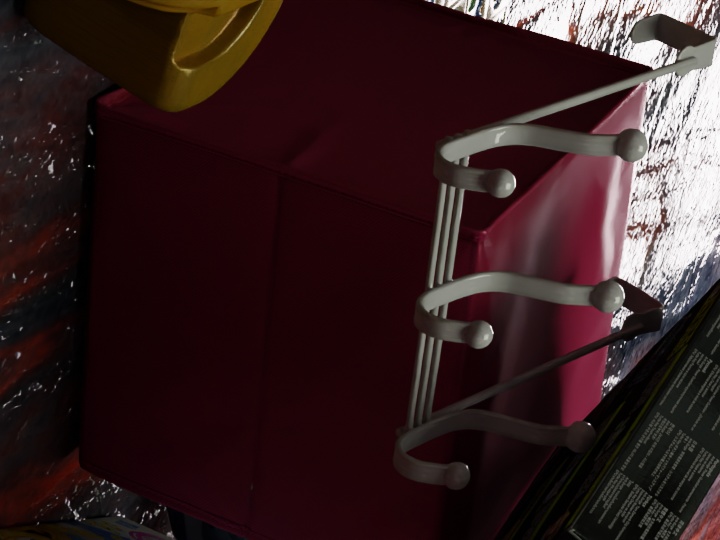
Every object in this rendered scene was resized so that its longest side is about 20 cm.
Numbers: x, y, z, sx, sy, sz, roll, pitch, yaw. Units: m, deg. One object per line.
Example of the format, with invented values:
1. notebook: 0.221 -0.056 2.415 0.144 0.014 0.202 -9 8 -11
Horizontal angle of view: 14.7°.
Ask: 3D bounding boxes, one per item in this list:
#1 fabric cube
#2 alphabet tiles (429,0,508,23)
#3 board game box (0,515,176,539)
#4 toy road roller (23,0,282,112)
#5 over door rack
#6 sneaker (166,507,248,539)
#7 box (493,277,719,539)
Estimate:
1. fabric cube: 0.000 0.000 1.305 0.196 0.200 0.199 -42 144 -50
2. alphabet tiles: 0.037 -0.102 1.578 0.200 0.006 0.166 -43 148 -51
3. board game box: -0.078 0.176 1.271 0.196 0.200 0.056 6 104 -70
4. toy road roller: -0.057 -0.154 1.133 0.200 0.123 0.146 -29 148 -54
5. over door rack: 0.092 -0.008 1.155 0.200 0.067 0.148 -32 137 -50
6. sneaker: -0.035 0.169 1.401 0.070 0.200 0.082 -26 175 -15
7. box: 0.104 0.101 1.202 0.200 0.048 0.193 -51 -178 -41
